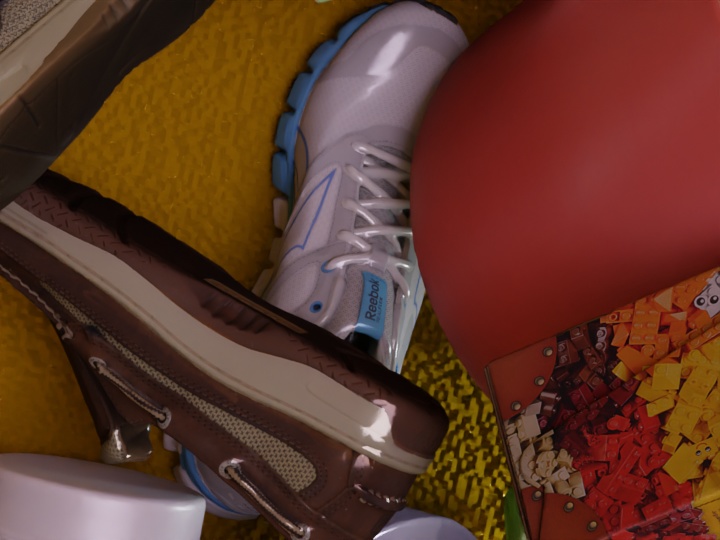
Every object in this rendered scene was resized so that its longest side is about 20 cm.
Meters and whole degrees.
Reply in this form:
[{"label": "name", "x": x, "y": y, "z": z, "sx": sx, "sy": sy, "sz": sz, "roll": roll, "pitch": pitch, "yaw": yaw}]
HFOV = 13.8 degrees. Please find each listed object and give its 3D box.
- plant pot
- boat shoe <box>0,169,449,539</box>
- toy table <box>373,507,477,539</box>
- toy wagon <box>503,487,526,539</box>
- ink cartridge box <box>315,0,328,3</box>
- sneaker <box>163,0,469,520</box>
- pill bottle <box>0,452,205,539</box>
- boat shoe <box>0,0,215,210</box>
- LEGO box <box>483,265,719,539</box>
[{"label": "plant pot", "x": 0.136, "y": -0.046, "z": 0.987, "sx": 0.200, "sy": 0.177, "sz": 0.201, "roll": 11, "pitch": 60, "yaw": -19}, {"label": "boat shoe", "x": -0.072, "y": 0.031, "z": 0.993, "sx": 0.202, "sy": 0.075, "sz": 0.075, "roll": 31, "pitch": 98, "yaw": 21}, {"label": "toy table", "x": 0.026, "y": 0.161, "z": 1.013, "sx": 0.200, "sy": 0.117, "sz": 0.184, "roll": -41, "pitch": 135, "yaw": -43}, {"label": "toy wagon", "x": 0.128, "y": 0.035, "z": 1.109, "sx": 0.155, "sy": 0.040, "sz": 0.201, "roll": -6, "pitch": 99, "yaw": -6}, {"label": "ink cartridge box", "x": 0.049, "y": -0.172, "z": 0.986, "sx": 0.199, "sy": 0.117, "sz": 0.067, "roll": -19, "pitch": 140, "yaw": -20}, {"label": "sneaker", "x": 0.000, "y": 0.000, "z": 1.052, "sx": 0.075, "sy": 0.087, "sz": 0.201, "roll": 21, "pitch": 87, "yaw": -20}, {"label": "pill bottle", "x": -0.108, "y": 0.169, "z": 1.016, "sx": 0.109, "sy": 0.109, "sz": 0.201, "roll": 10, "pitch": 93, "yaw": -22}, {"label": "boat shoe", "x": -0.095, "y": -0.099, "z": 0.996, "sx": 0.066, "sy": 0.072, "sz": 0.201, "roll": 33, "pitch": 56, "yaw": 11}, {"label": "LEGO box", "x": 0.148, "y": 0.076, "z": 0.940, "sx": 0.149, "sy": 0.077, "sz": 0.200, "roll": -23, "pitch": 143, "yaw": 14}]
